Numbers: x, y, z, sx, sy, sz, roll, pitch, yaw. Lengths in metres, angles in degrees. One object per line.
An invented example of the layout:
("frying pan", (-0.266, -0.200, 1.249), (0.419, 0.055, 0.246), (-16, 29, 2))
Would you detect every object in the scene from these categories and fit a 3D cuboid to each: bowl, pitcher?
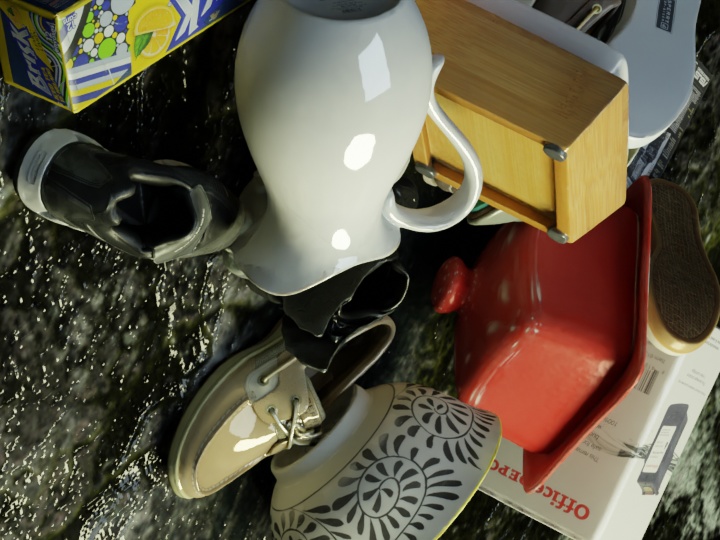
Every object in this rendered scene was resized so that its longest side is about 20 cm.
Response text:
("bowl", (-0.002, 0.144, 1.793), (0.094, 0.201, 0.201), (45, 69, -14))
("pitcher", (0.004, -0.096, 1.565), (0.171, 0.121, 0.201), (-14, 131, -22))

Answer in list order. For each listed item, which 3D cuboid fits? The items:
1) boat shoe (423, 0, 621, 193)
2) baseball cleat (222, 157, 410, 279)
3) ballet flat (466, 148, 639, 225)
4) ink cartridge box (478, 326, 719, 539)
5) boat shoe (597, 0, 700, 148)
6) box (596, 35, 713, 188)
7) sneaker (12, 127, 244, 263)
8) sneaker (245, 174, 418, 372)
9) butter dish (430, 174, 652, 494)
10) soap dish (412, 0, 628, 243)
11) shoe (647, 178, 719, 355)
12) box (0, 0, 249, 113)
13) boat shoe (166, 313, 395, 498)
("boat shoe", (0.116, -0.133, 1.810), (0.200, 0.059, 0.072), (-58, 163, 18))
("baseball cleat", (-0.016, -0.062, 1.706), (0.200, 0.070, 0.106), (-55, 144, -13))
("ballet flat", (0.158, -0.079, 1.836), (0.200, 0.067, 0.064), (-44, 109, -29))
("ink cartridge box", (0.188, 0.110, 2.018), (0.084, 0.144, 0.201), (26, 89, -57))
("boat shoe", (0.200, -0.154, 1.812), (0.068, 0.071, 0.201), (122, -13, -50))
("box", (0.189, -0.130, 1.956), (0.200, 0.050, 0.158), (34, 83, -55))
("sneaker", (-0.124, -0.034, 1.559), (0.200, 0.090, 0.067), (18, 97, -56))
("sneaker", (0.000, -0.003, 1.732), (0.200, 0.104, 0.060), (-31, 133, -40))
("butter dish", (0.123, 0.031, 1.878), (0.200, 0.147, 0.201), (127, -23, -49))
("soap dish", (0.102, -0.104, 1.678), (0.081, 0.157, 0.200), (-58, 165, -16))
("shoe", (0.236, 0.007, 1.937), (0.200, 0.070, 0.053), (-84, -160, -53))
("box", (-0.126, -0.176, 1.493), (0.200, 0.064, 0.070), (-37, 137, -34))
("boat shoe", (-0.055, 0.089, 1.750), (0.200, 0.065, 0.072), (-44, 140, -28))
